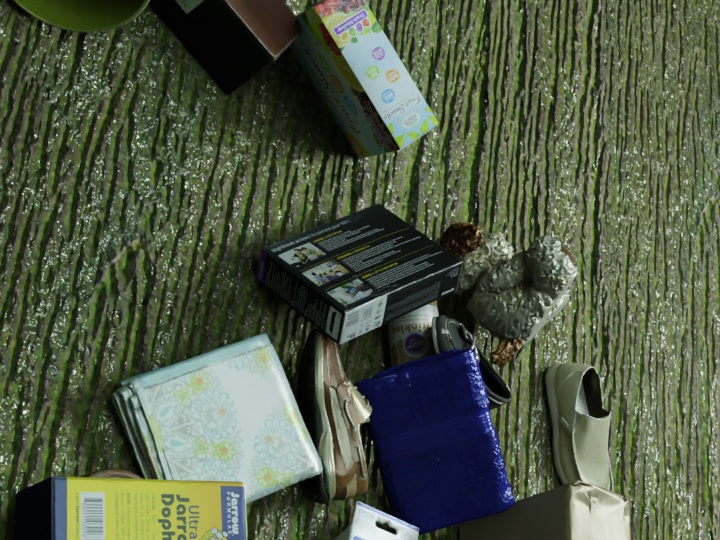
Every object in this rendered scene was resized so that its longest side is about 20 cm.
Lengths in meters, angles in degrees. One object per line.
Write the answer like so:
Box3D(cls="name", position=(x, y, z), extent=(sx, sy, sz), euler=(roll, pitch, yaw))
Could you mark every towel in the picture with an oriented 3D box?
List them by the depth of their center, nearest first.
Box3D(cls="towel", position=(-0.154, 0.173, 1.656), extent=(0.200, 0.048, 0.171), euler=(-18, 85, -33))
Box3D(cls="towel", position=(0.088, 0.201, 1.799), extent=(0.050, 0.148, 0.200), euler=(-65, 140, -82))

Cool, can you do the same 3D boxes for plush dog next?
Box3D(cls="plush dog", position=(0.164, 0.013, 1.947), extent=(0.172, 0.200, 0.160), euler=(40, 81, 12))

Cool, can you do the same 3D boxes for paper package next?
Box3D(cls="paper package", position=(0.217, 0.366, 1.795), extent=(0.103, 0.200, 0.191), euler=(19, 59, -33))

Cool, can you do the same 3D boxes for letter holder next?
Box3D(cls="letter holder", position=(-0.163, -0.343, 1.861), extent=(0.200, 0.101, 0.142), euler=(49, 46, -12))

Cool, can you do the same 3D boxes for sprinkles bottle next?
Box3D(cls="sprinkles bottle", position=(0.068, 0.097, 1.881), extent=(0.068, 0.068, 0.200), euler=(10, 64, -37))

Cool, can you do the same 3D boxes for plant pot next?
Box3D(cls="plant pot", position=(-0.301, -0.402, 1.733), extent=(0.187, 0.187, 0.200), euler=(37, 38, -22))

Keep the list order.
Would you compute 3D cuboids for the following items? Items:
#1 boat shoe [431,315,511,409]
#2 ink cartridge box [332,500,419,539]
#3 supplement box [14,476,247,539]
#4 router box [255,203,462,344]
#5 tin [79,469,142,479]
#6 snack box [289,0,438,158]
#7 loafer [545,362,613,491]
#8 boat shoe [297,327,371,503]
Box3D(cls="boat shoe", position=(0.136, 0.111, 1.875), extent=(0.200, 0.057, 0.067), euler=(60, 23, -52))
Box3D(cls="ink cartridge box", position=(0.007, 0.371, 1.728), extent=(0.099, 0.039, 0.200), euler=(29, 56, -27))
Box3D(cls="supplement box", position=(-0.221, 0.262, 1.480), extent=(0.200, 0.109, 0.110), euler=(6, 71, -30))
Box3D(cls="router box", position=(0.000, 0.000, 1.814), extent=(0.200, 0.051, 0.149), euler=(-22, 46, -39))
Box3D(cls="tin", position=(-0.232, 0.295, 1.552), extent=(0.112, 0.042, 0.200), euler=(-33, 93, -31))
Box3D(cls="snack box", position=(-0.005, -0.241, 1.889), extent=(0.068, 0.169, 0.200), euler=(-34, 100, -14))
Box3D(cls="loafer", position=(0.295, 0.213, 2.020), extent=(0.076, 0.068, 0.200), euler=(-1, 72, -40))
Box3D(cls="boat shoe", position=(-0.027, 0.166, 1.757), extent=(0.074, 0.076, 0.200), euler=(0, 79, -18))
